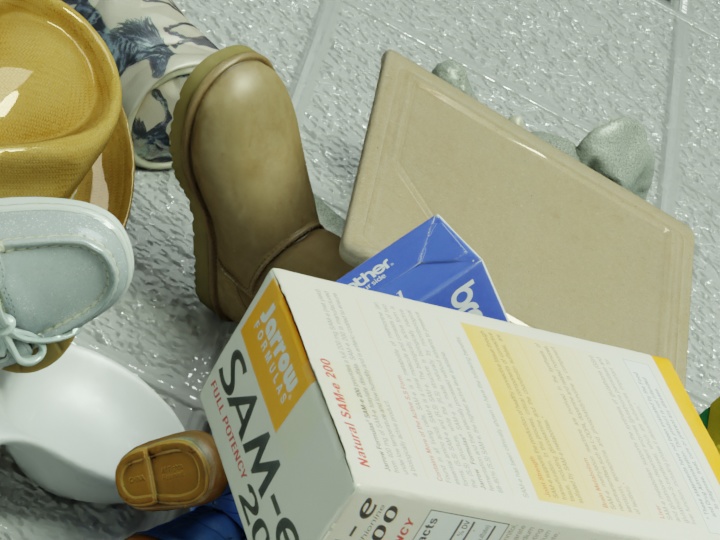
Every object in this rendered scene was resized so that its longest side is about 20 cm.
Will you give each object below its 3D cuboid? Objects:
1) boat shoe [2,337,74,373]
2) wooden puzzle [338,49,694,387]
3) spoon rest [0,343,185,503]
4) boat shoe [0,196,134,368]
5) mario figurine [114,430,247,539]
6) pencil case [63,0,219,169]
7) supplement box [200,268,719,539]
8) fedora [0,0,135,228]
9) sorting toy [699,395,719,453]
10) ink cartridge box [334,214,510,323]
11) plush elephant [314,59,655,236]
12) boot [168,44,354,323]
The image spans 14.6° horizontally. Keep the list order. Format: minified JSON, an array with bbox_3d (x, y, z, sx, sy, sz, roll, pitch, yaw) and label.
[{"bbox_3d":[-0.215,-0.021,1.261,0.200,0.073,0.065,38,-6,-5],"label":"boat shoe"},{"bbox_3d":[0.076,-0.009,1.339,0.184,0.037,0.200,30,30,-12],"label":"wooden puzzle"},{"bbox_3d":[-0.150,0.076,1.243,0.099,0.061,0.200,42,32,18],"label":"spoon rest"},{"bbox_3d":[-0.192,0.025,1.188,0.201,0.075,0.065,-13,33,-3],"label":"boat shoe"},{"bbox_3d":[-0.027,0.094,1.265,0.106,0.124,0.200,43,25,12],"label":"mario figurine"},{"bbox_3d":[-0.141,-0.141,1.561,0.200,0.078,0.089,51,8,31],"label":"pencil case"},{"bbox_3d":[0.049,0.083,1.118,0.199,0.074,0.126,13,34,-29],"label":"supplement box"},{"bbox_3d":[-0.178,-0.076,1.368,0.200,0.082,0.202,20,54,-29],"label":"fedora"},{"bbox_3d":[0.217,0.160,1.370,0.199,0.070,0.200,47,21,-7],"label":"sorting toy"},{"bbox_3d":[0.036,0.079,1.238,0.044,0.094,0.200,47,-14,48],"label":"ink cartridge box"},{"bbox_3d":[0.061,-0.037,1.493,0.164,0.155,0.200,-29,70,-34],"label":"plush elephant"},{"bbox_3d":[0.000,0.000,1.362,0.066,0.176,0.200,-35,50,-27],"label":"boot"}]
